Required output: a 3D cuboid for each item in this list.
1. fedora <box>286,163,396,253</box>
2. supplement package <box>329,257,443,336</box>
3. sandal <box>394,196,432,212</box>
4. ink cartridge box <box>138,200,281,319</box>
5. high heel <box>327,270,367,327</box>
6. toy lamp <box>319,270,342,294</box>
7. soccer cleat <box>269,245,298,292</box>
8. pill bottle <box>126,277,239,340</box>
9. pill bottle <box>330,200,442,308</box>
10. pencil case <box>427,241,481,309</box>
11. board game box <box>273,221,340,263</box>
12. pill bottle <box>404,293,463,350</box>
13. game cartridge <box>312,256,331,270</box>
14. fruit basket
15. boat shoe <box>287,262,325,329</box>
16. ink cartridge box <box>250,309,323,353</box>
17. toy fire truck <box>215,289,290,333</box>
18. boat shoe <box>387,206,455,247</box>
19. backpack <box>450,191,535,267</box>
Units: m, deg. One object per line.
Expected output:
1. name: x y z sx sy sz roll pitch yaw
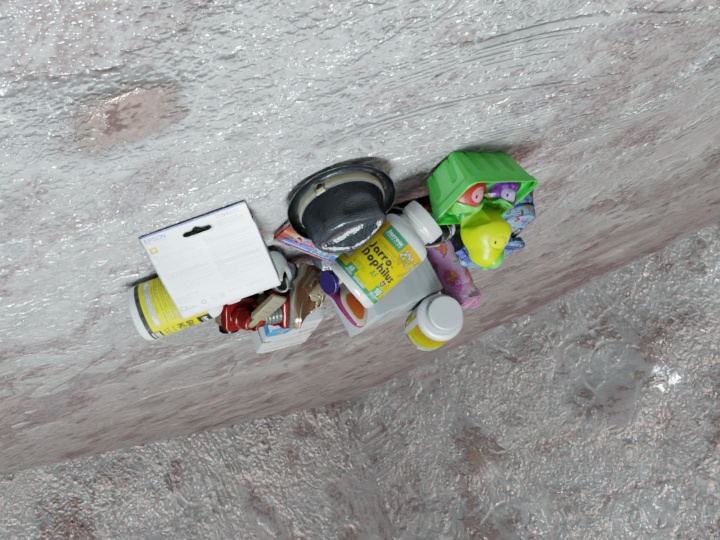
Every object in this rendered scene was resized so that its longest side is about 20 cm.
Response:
1. fedora: -0.025 -0.092 1.363 0.200 0.092 0.201 -10 143 -8
2. supplement package: 0.051 0.034 1.818 0.200 0.152 0.151 -21 168 -32
3. sandal: 0.127 -0.120 1.635 0.200 0.045 0.075 -19 165 -2
4. ink cartridge box: -0.265 -0.024 1.395 0.196 0.043 0.200 -19 128 -1
5. high heel: -0.047 0.060 1.726 0.067 0.200 0.096 -1 143 -33
6. toy lamp: 0.000 0.000 1.673 0.200 0.058 0.058 -19 168 -41
7. soccer cleat: -0.171 0.014 1.649 0.070 0.086 0.200 -21 165 4
8. pill bottle: -0.341 0.053 1.521 0.200 0.113 0.112 -20 165 1
9. pill bottle: 0.051 -0.034 1.451 0.200 0.113 0.113 -41 164 -1
10. pencil case: 0.218 0.002 1.873 0.087 0.200 0.087 -23 165 -7
11. board game box: -0.059 -0.050 1.517 0.200 0.019 0.103 21 148 -25
12. pill bottle: 0.173 0.119 1.812 0.109 0.109 0.200 -16 168 -13
13. game cartridge: 0.001 -0.044 1.663 0.200 0.041 0.133 -15 -174 -12
14. fruit basket: 0.240 -0.114 1.486 0.215 0.216 0.156 -7 152 -40
15. boat shoe: -0.108 0.051 1.631 0.072 0.200 0.076 10 127 1
16. ink cartridge box: -0.198 0.138 2.038 0.146 0.086 0.200 -13 164 -23
17. toy fire truck: -0.201 0.084 1.695 0.176 0.129 0.200 -8 -162 -35
18. boat shoe: 0.086 -0.080 1.548 0.200 0.074 0.060 8 -153 24
19. backpack: 0.308 -0.107 1.748 0.200 0.135 0.182 -31 162 26
